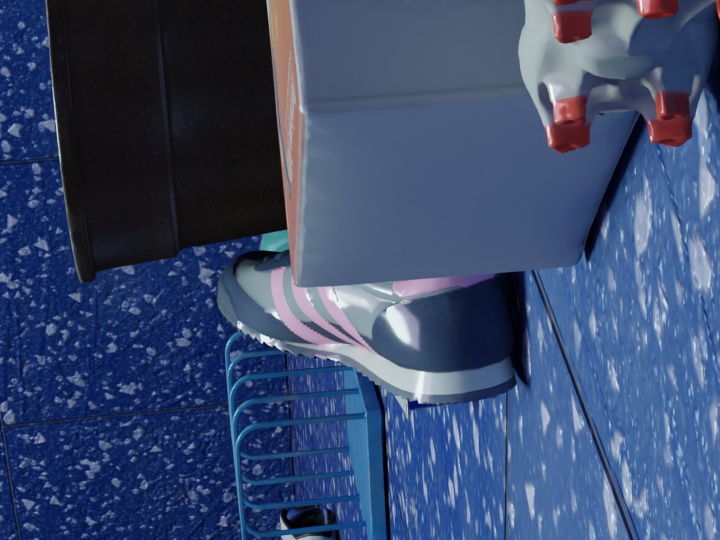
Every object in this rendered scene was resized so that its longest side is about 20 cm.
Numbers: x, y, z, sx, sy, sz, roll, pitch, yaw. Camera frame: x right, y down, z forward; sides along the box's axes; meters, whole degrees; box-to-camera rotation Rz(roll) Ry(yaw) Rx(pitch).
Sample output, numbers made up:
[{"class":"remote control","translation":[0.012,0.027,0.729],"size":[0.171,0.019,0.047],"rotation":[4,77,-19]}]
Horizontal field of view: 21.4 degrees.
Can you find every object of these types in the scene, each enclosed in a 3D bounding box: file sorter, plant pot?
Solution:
[{"class":"file sorter","translation":[-0.049,0.144,1.630],"size":[0.200,0.122,0.140],"rotation":[-107,13,-67]},{"class":"plant pot","translation":[-0.050,-0.102,0.954],"size":[0.200,0.196,0.202],"rotation":[175,90,-86]}]

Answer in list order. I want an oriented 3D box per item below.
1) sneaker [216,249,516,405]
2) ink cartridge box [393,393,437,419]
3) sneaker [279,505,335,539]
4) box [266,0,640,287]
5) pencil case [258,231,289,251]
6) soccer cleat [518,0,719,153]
[{"class":"sneaker","translation":[0.000,0.000,0.894],"size":[0.199,0.070,0.083],"rotation":[15,116,48]},{"class":"ink cartridge box","translation":[0.029,0.018,1.075],"size":[0.200,0.039,0.100],"rotation":[-120,25,-82]},{"class":"sneaker","translation":[-0.061,0.343,2.299],"size":[0.199,0.080,0.116],"rotation":[125,144,-72]},{"class":"box","translation":[0.020,-0.116,0.640],"size":[0.152,0.105,0.202],"rotation":[98,166,-69]},{"class":"pencil case","translation":[-0.063,-0.069,1.763],"size":[0.085,0.092,0.201],"rotation":[93,170,-58]},{"class":"soccer cleat","translation":[0.063,-0.084,0.422],"size":[0.200,0.069,0.078],"rotation":[95,172,-79]}]
